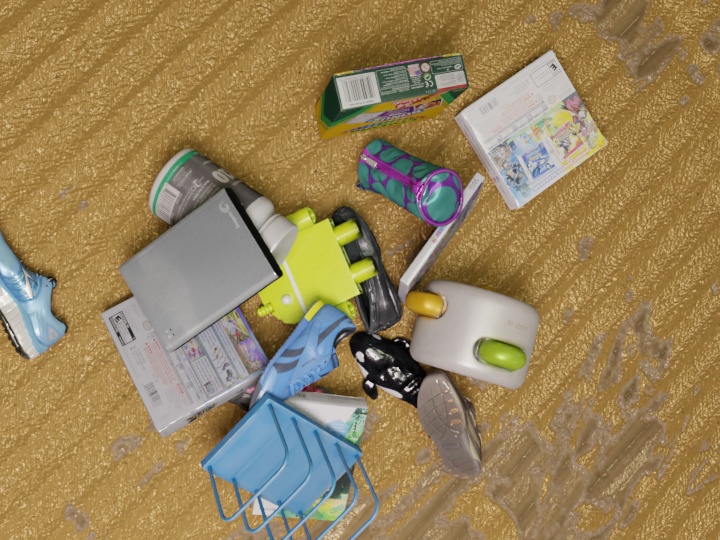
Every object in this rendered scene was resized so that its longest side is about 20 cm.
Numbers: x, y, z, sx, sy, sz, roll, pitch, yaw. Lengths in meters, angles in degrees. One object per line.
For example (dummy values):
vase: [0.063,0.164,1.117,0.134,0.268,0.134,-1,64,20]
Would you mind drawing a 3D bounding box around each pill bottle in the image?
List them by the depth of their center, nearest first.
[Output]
pill bottle: [-0.196,-0.078,1.231,0.199,0.113,0.114,34,80,8]

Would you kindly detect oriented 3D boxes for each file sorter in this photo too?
file sorter: [-0.090,0.292,1.162,0.139,0.123,0.199,-45,126,9]

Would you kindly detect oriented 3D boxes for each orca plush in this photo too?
orca plush: [0.063,0.174,1.324,0.104,0.071,0.202,-32,95,-12]

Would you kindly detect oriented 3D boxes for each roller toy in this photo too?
roller toy: [0.172,0.090,1.299,0.197,0.182,0.142,14,85,23]

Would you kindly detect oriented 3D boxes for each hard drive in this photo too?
hard drive: [-0.219,0.000,1.170,0.199,0.033,0.141,-34,87,16]

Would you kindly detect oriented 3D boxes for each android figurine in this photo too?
android figurine: [-0.077,0.003,1.285,0.197,0.041,0.185,-22,89,8]

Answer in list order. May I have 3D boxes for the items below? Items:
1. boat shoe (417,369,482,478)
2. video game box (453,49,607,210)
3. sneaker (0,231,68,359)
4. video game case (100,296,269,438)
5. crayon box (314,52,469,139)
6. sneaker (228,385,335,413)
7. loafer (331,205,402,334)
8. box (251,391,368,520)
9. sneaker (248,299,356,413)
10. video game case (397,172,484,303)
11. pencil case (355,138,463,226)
boat shoe: [0.140,0.230,1.323,0.073,0.074,0.202,-6,120,23]
video game box: [0.282,-0.231,1.408,0.199,0.047,0.184,-34,93,-12]
sneaker: [-0.483,0.021,1.217,0.089,0.078,0.203,-27,97,-32]
video game case: [-0.250,0.107,1.232,0.179,0.046,0.201,-28,70,-12]
crayon box: [0.042,-0.259,1.288,0.197,0.172,0.059,-13,87,-13]
sneaker: [-0.134,0.212,1.283,0.197,0.079,0.097,13,99,-10]
loafer: [0.000,0.000,1.317,0.070,0.068,0.203,-26,97,-27]
box: [-0.078,0.276,1.267,0.142,0.036,0.203,7,111,-12]
sneaker: [-0.079,0.133,1.199,0.078,0.066,0.201,32,63,11]
video game case: [0.122,-0.046,1.313,0.018,0.143,0.201,34,80,9]
pencil case: [0.070,-0.133,1.276,0.092,0.199,0.086,20,98,-36]
